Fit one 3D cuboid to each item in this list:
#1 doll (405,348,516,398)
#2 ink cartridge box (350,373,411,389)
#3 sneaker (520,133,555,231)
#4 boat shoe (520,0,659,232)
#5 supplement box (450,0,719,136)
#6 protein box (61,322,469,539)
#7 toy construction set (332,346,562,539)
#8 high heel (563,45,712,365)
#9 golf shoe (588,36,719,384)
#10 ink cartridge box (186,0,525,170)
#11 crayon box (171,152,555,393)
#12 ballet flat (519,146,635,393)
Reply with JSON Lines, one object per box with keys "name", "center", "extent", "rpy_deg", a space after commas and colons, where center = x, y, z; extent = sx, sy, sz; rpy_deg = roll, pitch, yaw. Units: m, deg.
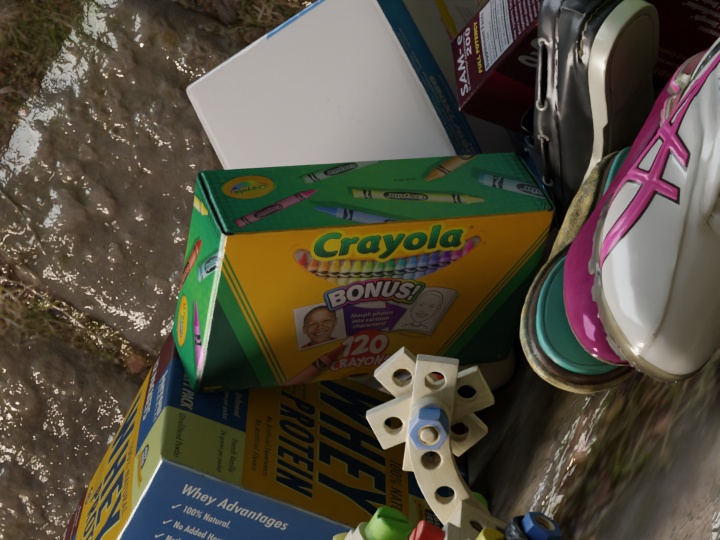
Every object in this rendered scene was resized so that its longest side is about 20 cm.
{"name": "doll", "center": [0.051, 0.090, 1.193], "extent": [0.136, 0.048, 0.200], "rpy_deg": [-41, -6, -34]}
{"name": "ink cartridge box", "center": [0.016, 0.031, 1.148], "extent": [0.116, 0.068, 0.200], "rpy_deg": [-42, -13, 36]}
{"name": "sneaker", "center": [0.123, -0.107, 1.125], "extent": [0.066, 0.078, 0.200], "rpy_deg": [-53, 12, 49]}
{"name": "boat shoe", "center": [0.123, -0.085, 0.979], "extent": [0.075, 0.066, 0.199], "rpy_deg": [-47, -27, -22]}
{"name": "supplement box", "center": [0.151, -0.155, 0.988], "extent": [0.200, 0.109, 0.061], "rpy_deg": [-47, 35, 44]}
{"name": "protein box", "center": [-0.064, 0.171, 1.042], "extent": [0.200, 0.198, 0.135], "rpy_deg": [-59, 17, 30]}
{"name": "toy construction set", "center": [0.032, 0.130, 0.805], "extent": [0.092, 0.131, 0.200], "rpy_deg": [-58, 8, 35]}
{"name": "high heel", "center": [0.154, -0.040, 0.834], "extent": [0.200, 0.067, 0.096], "rpy_deg": [-50, -15, -47]}
{"name": "golf shoe", "center": [0.160, -0.044, 0.764], "extent": [0.200, 0.073, 0.092], "rpy_deg": [-66, 8, -30]}
{"name": "ink cartridge box", "center": [0.016, -0.095, 1.148], "extent": [0.147, 0.145, 0.200], "rpy_deg": [-31, -8, 24]}
{"name": "crayon box", "center": [0.000, 0.000, 0.986], "extent": [0.058, 0.200, 0.119], "rpy_deg": [-117, 31, -44]}
{"name": "ballet flat", "center": [0.121, 0.011, 0.896], "extent": [0.071, 0.071, 0.200], "rpy_deg": [-57, 3, 42]}
